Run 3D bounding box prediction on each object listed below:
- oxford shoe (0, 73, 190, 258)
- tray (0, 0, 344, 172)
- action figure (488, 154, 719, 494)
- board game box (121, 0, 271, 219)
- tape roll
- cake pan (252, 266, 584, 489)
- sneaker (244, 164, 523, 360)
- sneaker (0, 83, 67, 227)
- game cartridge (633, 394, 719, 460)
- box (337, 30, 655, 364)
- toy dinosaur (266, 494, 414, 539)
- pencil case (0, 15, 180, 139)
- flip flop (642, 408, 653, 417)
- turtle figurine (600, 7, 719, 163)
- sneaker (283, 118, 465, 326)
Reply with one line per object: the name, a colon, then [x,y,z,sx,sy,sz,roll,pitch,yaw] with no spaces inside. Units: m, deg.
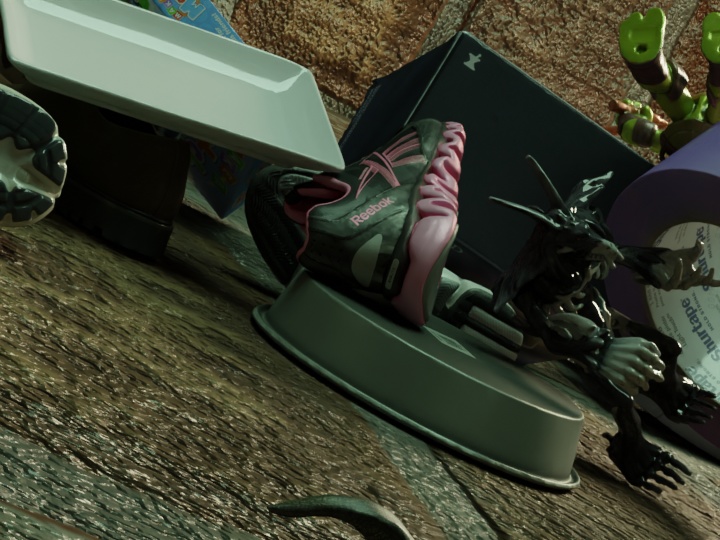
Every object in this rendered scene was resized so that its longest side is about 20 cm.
oxford shoe: [-0.162,-0.084,1.267,0.199,0.085,0.072,30,8,33]
tray: [-0.107,-0.104,1.225,0.199,0.022,0.108,17,30,-26]
action figure: [0.148,0.025,1.281,0.102,0.119,0.201,7,-42,43]
board game box: [-0.127,-0.143,1.479,0.200,0.037,0.151,50,-22,5]
tape roll: [0.242,0.012,1.330,0.085,0.201,0.199,-32,47,-32]
cake pan: [0.037,0.053,1.218,0.199,0.037,0.200,28,6,-3]
sneaker: [0.000,0.000,1.389,0.199,0.075,0.115,36,-2,-19]
sneaker: [-0.231,-0.072,1.030,0.199,0.078,0.080,31,-14,-19]
game cartridge: [0.256,0.081,1.686,0.199,0.040,0.134,29,35,-33]
box: [0.087,-0.041,1.493,0.199,0.124,0.198,34,-13,-10]
toy dinosaur: [0.050,0.123,0.646,0.199,0.078,0.102,21,-4,-16]
pencil case: [-0.185,-0.137,1.366,0.200,0.089,0.078,43,16,-44]
flip flop: [0.200,0.041,1.751,0.081,0.058,0.200,38,12,-27]
turtle figurine: [0.207,-0.093,1.415,0.199,0.065,0.162,17,-27,32]
sneaker: [0.006,-0.040,1.259,0.094,0.080,0.200,12,21,0]
